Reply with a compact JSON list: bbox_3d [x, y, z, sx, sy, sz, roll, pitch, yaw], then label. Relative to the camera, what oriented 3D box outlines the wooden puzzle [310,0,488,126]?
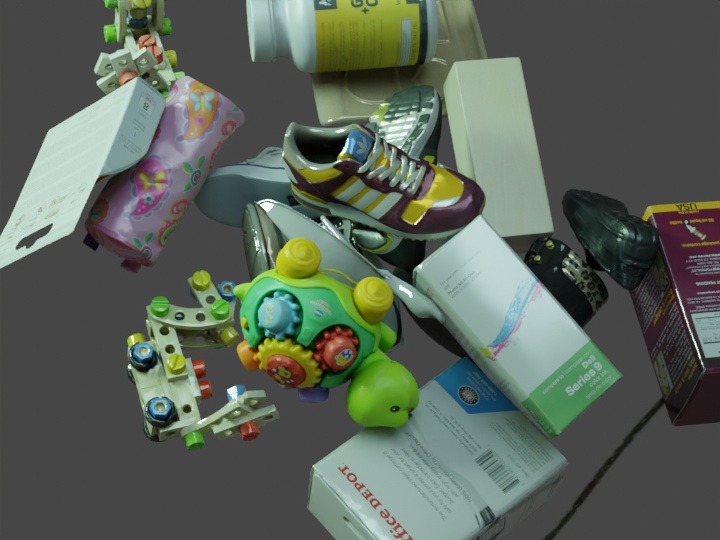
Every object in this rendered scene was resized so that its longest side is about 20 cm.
[{"bbox_3d":[0.040,-0.237,1.915,0.199,0.046,0.186,-7,57,-7],"label":"wooden puzzle"}]

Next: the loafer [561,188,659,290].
[{"bbox_3d":[0.250,-0.035,1.755,0.068,0.071,0.201,11,15,-15],"label":"loafer"}]

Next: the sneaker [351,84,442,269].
[{"bbox_3d":[0.043,-0.092,1.706,0.074,0.085,0.201,1,61,31],"label":"sneaker"}]

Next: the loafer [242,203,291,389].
[{"bbox_3d":[-0.071,0.023,1.705,0.062,0.072,0.201,-8,66,-15],"label":"loafer"}]

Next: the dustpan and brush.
[{"bbox_3d":[0.000,0.000,1.604,0.057,0.140,0.200,-44,62,0],"label":"dustpan and brush"}]

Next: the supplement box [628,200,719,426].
[{"bbox_3d":[0.342,0.043,1.725,0.085,0.111,0.201,-5,57,-12],"label":"supplement box"}]

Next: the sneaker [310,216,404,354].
[{"bbox_3d":[-0.006,0.009,1.731,0.073,0.080,0.201,-25,43,10],"label":"sneaker"}]

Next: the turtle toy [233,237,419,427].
[{"bbox_3d":[-0.032,0.070,1.560,0.199,0.146,0.101,29,53,-2],"label":"turtle toy"}]

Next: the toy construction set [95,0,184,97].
[{"bbox_3d":[-0.230,-0.238,1.803,0.091,0.132,0.201,1,42,-5],"label":"toy construction set"}]

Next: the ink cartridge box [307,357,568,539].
[{"bbox_3d":[0.070,0.199,1.593,0.200,0.086,0.146,-34,66,-25],"label":"ink cartridge box"}]

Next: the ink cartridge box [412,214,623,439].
[{"bbox_3d":[0.143,0.055,1.594,0.087,0.145,0.200,-42,84,-4],"label":"ink cartridge box"}]

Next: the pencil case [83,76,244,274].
[{"bbox_3d":[-0.200,-0.098,1.726,0.087,0.087,0.201,27,76,10],"label":"pencil case"}]

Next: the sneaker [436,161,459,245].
[{"bbox_3d":[0.040,-0.086,1.795,0.074,0.082,0.200,0,25,-42],"label":"sneaker"}]

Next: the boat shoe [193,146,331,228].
[{"bbox_3d":[-0.073,-0.101,1.772,0.201,0.075,0.086,-7,34,16],"label":"boat shoe"}]

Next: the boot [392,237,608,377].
[{"bbox_3d":[0.146,0.023,1.731,0.200,0.073,0.151,36,59,11],"label":"boot"}]

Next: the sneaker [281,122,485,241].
[{"bbox_3d":[0.019,-0.088,1.596,0.199,0.090,0.075,9,57,17],"label":"sneaker"}]

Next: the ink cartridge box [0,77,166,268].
[{"bbox_3d":[-0.284,-0.082,1.693,0.057,0.162,0.201,35,51,-31],"label":"ink cartridge box"}]

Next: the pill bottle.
[{"bbox_3d":[-0.021,-0.273,1.841,0.199,0.112,0.113,-5,57,-7],"label":"pill bottle"}]

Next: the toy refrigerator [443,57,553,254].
[{"bbox_3d":[0.145,-0.119,1.808,0.075,0.070,0.201,-6,72,-12],"label":"toy refrigerator"}]

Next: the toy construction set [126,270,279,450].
[{"bbox_3d":[-0.154,0.097,1.634,0.130,0.092,0.201,-12,48,-16],"label":"toy construction set"}]
